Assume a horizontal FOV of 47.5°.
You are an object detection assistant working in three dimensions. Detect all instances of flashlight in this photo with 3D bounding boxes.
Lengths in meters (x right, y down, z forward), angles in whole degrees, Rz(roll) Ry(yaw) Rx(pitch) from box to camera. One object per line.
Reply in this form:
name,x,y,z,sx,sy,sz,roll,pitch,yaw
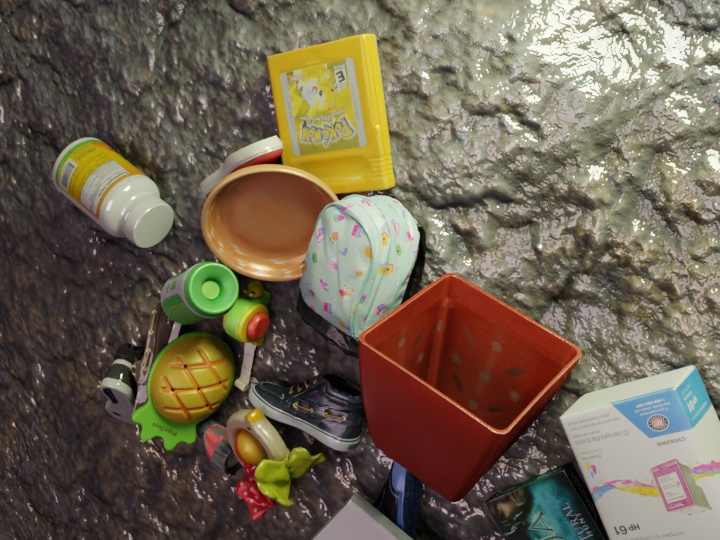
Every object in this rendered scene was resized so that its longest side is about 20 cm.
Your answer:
flashlight,-0.274,0.271,1.385,0.199,0.068,0.068,25,76,33

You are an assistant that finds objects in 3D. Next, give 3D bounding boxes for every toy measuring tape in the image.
toy measuring tape,-0.186,0.108,1.272,0.073,0.073,0.201,28,117,27

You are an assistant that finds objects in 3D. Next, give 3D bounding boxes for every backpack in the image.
backpack,0.000,0.000,1.074,0.167,0.126,0.201,33,116,29

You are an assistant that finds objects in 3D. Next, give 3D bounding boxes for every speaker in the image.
speaker,-0.248,0.037,1.246,0.200,0.088,0.089,-16,93,65

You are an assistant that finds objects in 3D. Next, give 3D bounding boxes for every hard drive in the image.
hard drive,0.035,0.413,1.146,0.200,0.027,0.132,39,125,3

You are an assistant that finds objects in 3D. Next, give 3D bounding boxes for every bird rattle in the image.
bird rattle,-0.145,0.285,1.252,0.164,0.112,0.200,59,152,1

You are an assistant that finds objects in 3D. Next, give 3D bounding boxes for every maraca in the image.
maraca,-0.281,0.193,1.313,0.201,0.137,0.107,-61,24,-1

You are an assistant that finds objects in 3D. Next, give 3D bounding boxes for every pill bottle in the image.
pill bottle,-0.402,-0.124,1.344,0.200,0.111,0.112,36,120,23

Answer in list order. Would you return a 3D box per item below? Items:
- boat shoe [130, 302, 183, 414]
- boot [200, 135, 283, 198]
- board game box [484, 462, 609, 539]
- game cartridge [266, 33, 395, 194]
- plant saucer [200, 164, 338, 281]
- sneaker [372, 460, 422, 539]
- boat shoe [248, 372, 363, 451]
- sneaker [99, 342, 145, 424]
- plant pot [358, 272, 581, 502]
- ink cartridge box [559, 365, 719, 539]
boat shoe,-0.348,0.152,1.367,0.059,0.072,0.201,19,95,-6
boot,-0.149,-0.099,1.184,0.200,0.072,0.145,-30,84,52
board game box,0.261,0.358,1.036,0.135,0.028,0.201,-36,80,36
game cartridge,-0.043,-0.204,1.112,0.175,0.032,0.201,-2,100,36
plant saucer,-0.120,-0.069,1.137,0.199,0.038,0.201,0,132,0
sneaker,0.040,0.346,1.168,0.077,0.070,0.201,12,110,26
boat shoe,-0.077,0.186,1.220,0.199,0.071,0.091,20,105,28
sneaker,-0.404,0.197,1.461,0.073,0.112,0.200,19,151,0
plant pot,0.115,0.154,0.998,0.200,0.199,0.177,32,130,25
ink cartridge box,0.335,0.227,0.913,0.144,0.084,0.201,-25,88,37
